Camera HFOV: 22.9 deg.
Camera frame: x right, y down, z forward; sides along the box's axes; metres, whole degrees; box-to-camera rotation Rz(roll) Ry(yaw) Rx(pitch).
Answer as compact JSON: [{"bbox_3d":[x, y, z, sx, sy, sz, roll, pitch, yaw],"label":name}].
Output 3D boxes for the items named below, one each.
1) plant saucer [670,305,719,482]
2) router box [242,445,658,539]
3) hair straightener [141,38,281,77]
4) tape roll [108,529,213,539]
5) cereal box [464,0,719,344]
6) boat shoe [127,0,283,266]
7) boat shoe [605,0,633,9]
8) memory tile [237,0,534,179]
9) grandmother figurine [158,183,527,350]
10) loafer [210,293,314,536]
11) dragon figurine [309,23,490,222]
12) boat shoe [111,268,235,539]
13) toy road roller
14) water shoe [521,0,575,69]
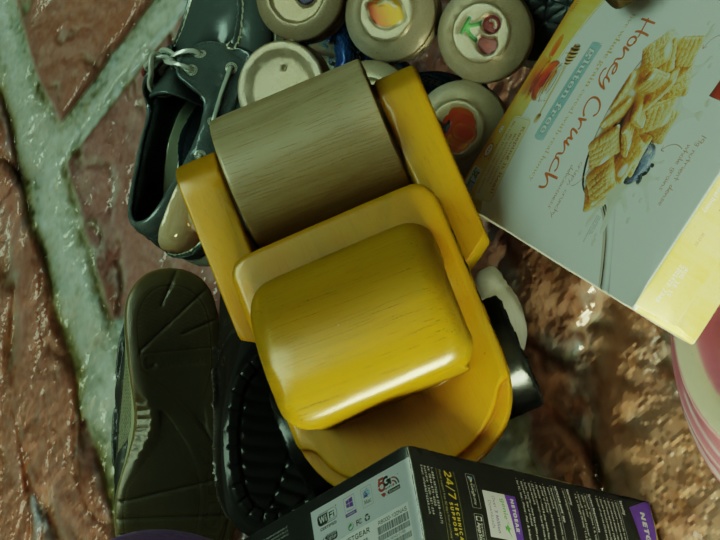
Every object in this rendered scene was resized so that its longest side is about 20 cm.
[{"bbox_3d":[0.201,0.013,0.724,0.200,0.051,0.201,-21,61,44],"label":"plant saucer"},{"bbox_3d":[0.014,0.152,0.805,0.200,0.157,0.052,-34,53,36],"label":"router box"},{"bbox_3d":[-0.060,-0.133,1.092,0.200,0.041,0.077,-27,60,35],"label":"hair straightener"},{"bbox_3d":[-0.087,0.228,0.859,0.066,0.200,0.200,-39,50,33],"label":"tape roll"},{"bbox_3d":[0.127,-0.062,0.790,0.144,0.040,0.200,-58,23,3],"label":"cereal box"},{"bbox_3d":[-0.095,-0.105,1.043,0.073,0.062,0.200,-6,72,45],"label":"boat shoe"},{"bbox_3d":[0.097,-0.216,0.822,0.065,0.072,0.200,-30,68,7],"label":"boat shoe"},{"bbox_3d":[0.022,-0.155,0.901,0.153,0.017,0.200,16,97,20],"label":"memory tile"},{"bbox_3d":[0.000,0.000,0.915,0.200,0.121,0.061,26,131,27],"label":"grandmother figurine"},{"bbox_3d":[-0.047,0.058,0.988,0.071,0.073,0.200,132,147,-57],"label":"loafer"},{"bbox_3d":[0.025,-0.084,0.953,0.200,0.059,0.100,20,92,50],"label":"dragon figurine"},{"bbox_3d":[-0.109,0.100,1.041,0.065,0.073,0.200,169,103,-80],"label":"boat shoe"},{"bbox_3d":[-0.003,0.002,0.788,0.123,0.146,0.200,-23,82,4],"label":"toy road roller"},{"bbox_3d":[0.079,-0.201,0.931,0.071,0.079,0.200,-22,85,21],"label":"water shoe"}]
